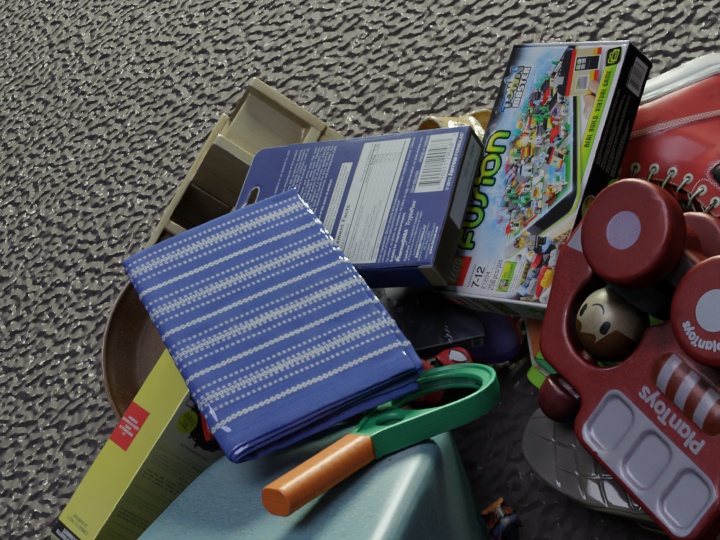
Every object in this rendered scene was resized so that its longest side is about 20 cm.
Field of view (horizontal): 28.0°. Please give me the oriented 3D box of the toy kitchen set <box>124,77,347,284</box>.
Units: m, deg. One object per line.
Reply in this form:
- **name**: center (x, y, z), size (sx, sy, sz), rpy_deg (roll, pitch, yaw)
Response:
- **toy kitchen set**: center (-0.089, -0.022, 1.288), size (0.164, 0.179, 0.200), rpy_deg (-62, 8, -29)

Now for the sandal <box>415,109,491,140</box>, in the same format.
- **sandal**: center (0.068, -0.086, 1.118), size (0.077, 0.070, 0.212), rpy_deg (-29, 20, 51)

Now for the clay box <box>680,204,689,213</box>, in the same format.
- **clay box**: center (0.189, -0.044, 1.137), size (0.114, 0.048, 0.200), rpy_deg (-37, 44, -1)

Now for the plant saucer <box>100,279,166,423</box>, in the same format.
- **plant saucer**: center (-0.113, 0.071, 1.190), size (0.197, 0.037, 0.204), rpy_deg (0, 77, -1)

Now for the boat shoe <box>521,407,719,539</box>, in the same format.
- **boat shoe**: center (0.197, 0.144, 0.953), size (0.198, 0.073, 0.075), rpy_deg (18, 68, 36)

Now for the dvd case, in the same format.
- **dvd case**: center (0.000, 0.000, 1.117), size (0.147, 0.016, 0.201), rpy_deg (-12, 43, -5)

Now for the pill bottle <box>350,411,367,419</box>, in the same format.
- **pill bottle**: center (-0.078, 0.159, 1.095), size (0.200, 0.112, 0.112), rpy_deg (-46, 43, -7)

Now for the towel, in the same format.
- **towel**: center (-0.062, 0.034, 0.978), size (0.143, 0.024, 0.201), rpy_deg (-22, 49, -16)

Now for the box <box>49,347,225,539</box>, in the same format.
- **box**: center (-0.132, 0.120, 1.022), size (0.050, 0.075, 0.201), rpy_deg (26, 82, 45)

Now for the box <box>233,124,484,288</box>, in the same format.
- **box**: center (-0.011, -0.044, 1.082), size (0.198, 0.032, 0.122), rpy_deg (-2, 58, 33)

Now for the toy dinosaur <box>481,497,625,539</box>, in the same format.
- **toy dinosaur**: center (0.106, 0.237, 0.918), size (0.200, 0.105, 0.181), rpy_deg (-47, 34, -2)

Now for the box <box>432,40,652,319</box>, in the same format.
- **box**: center (0.131, -0.066, 1.040), size (0.109, 0.035, 0.203), rpy_deg (6, 73, 45)

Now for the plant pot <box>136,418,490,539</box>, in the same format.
- **plant pot**: center (-0.007, 0.203, 0.959), size (0.194, 0.198, 0.200), rpy_deg (-6, 29, 30)

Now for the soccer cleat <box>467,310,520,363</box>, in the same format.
- **soccer cleat**: center (0.036, 0.027, 1.139), size (0.199, 0.067, 0.076), rpy_deg (32, 48, 31)

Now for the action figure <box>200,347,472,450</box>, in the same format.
- **action figure**: center (-0.010, 0.081, 1.003), size (0.197, 0.053, 0.065), rpy_deg (-7, 1, -23)

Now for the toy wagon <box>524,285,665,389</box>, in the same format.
- **toy wagon**: center (0.204, 0.048, 1.001), size (0.199, 0.039, 0.157), rpy_deg (38, 108, 34)

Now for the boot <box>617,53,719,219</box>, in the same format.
- **boot**: center (0.212, -0.063, 1.058), size (0.198, 0.073, 0.145), rpy_deg (-25, 49, 10)

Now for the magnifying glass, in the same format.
- **magnifying glass**: center (0.015, 0.104, 0.914), size (0.079, 0.023, 0.199), rpy_deg (0, 18, 44)

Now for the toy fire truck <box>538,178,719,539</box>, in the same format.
- **toy fire truck**: center (0.188, 0.050, 0.910), size (0.200, 0.111, 0.169), rpy_deg (45, 108, 37)
